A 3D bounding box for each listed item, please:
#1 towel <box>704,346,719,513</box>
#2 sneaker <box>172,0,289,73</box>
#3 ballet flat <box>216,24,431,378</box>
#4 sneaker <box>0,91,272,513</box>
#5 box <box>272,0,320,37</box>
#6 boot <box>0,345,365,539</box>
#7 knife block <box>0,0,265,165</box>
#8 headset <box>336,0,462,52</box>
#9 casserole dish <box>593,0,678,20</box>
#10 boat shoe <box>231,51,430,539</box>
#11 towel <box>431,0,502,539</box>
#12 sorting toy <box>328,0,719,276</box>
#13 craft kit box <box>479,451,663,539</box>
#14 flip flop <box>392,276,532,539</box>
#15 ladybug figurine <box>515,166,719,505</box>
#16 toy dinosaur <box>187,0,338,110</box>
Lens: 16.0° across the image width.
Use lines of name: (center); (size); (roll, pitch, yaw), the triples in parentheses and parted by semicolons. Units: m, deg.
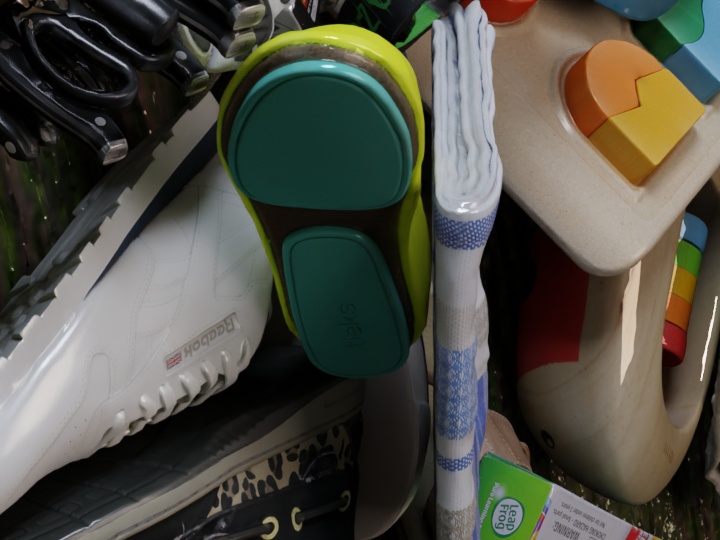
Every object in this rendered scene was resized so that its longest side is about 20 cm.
towel: (0.189, 0.028, 1.225); (0.200, 0.034, 0.133); (82, 18, -58)
sneaker: (-0.086, -0.149, 0.858); (0.081, 0.083, 0.200); (7, 56, -58)
ballet flat: (-0.008, -0.037, 0.850); (0.200, 0.067, 0.067); (81, 12, -59)
sneaker: (-0.078, 0.023, 0.885); (0.081, 0.076, 0.200); (47, 52, -13)
box: (-0.054, -0.185, 0.906); (0.035, 0.110, 0.201); (54, 45, -73)
boot: (-0.063, 0.128, 0.923); (0.203, 0.073, 0.154); (-27, 117, -43)
knife block: (-0.121, -0.129, 0.767); (0.064, 0.175, 0.200); (-45, 123, -45)
headset: (0.075, -0.145, 0.977); (0.094, 0.124, 0.200); (42, 64, 2)
casserole dish: (0.119, -0.190, 1.123); (0.121, 0.039, 0.200); (41, 42, -5)
boat shoe: (0.000, 0.000, 1.014); (0.093, 0.074, 0.200); (-46, 135, -60)
towel: (0.037, 0.022, 0.919); (0.147, 0.024, 0.200); (-87, 177, -58)
sorting toy: (0.095, -0.116, 1.100); (0.185, 0.036, 0.200); (46, 49, -2)
craft kit box: (0.078, 0.198, 1.086); (0.200, 0.048, 0.198); (29, 87, -49)
flip flop: (0.045, 0.099, 1.078); (0.081, 0.057, 0.201); (-20, 105, -51)
ladybug figurine: (0.118, 0.005, 1.156); (0.136, 0.072, 0.200); (51, 49, -58)
toy dinosaur: (-0.043, -0.146, 0.955); (0.077, 0.102, 0.200); (95, 15, -75)
